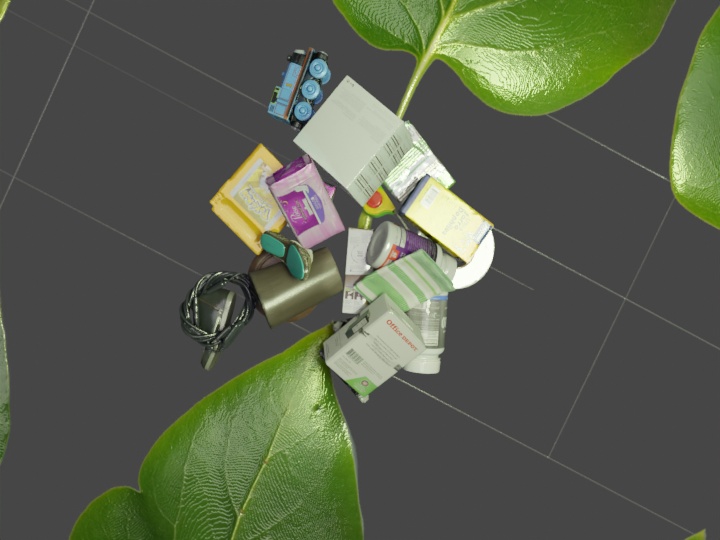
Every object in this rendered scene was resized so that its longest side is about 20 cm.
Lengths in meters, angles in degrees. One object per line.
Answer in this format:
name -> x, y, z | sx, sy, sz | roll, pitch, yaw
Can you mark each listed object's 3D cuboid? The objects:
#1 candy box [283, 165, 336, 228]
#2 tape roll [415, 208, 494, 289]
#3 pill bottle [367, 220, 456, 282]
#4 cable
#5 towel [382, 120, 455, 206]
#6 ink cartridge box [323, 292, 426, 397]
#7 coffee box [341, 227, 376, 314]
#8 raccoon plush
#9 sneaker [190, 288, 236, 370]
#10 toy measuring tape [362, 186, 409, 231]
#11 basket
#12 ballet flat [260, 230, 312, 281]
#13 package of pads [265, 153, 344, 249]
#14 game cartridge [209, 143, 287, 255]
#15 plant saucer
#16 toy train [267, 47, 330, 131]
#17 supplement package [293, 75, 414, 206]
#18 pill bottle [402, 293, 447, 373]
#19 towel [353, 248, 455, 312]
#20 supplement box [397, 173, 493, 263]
candy box -> -0.171, -0.178, 1.715 | 0.196, 0.061, 0.139 | 20, 93, -1
tape roll -> 0.231, -0.059, 1.720 | 0.197, 0.071, 0.208 | 0, 92, 0
pill bottle -> 0.123, -0.028, 1.616 | 0.196, 0.111, 0.114 | 22, 92, -20
cable -> -0.342, 0.086, 1.676 | 0.162, 0.051, 0.202 | 36, 85, 8
towel -> 0.124, -0.251, 1.736 | 0.148, 0.031, 0.201 | -40, 94, 3
ink cartridge box -> 0.033, 0.175, 1.610 | 0.199, 0.085, 0.145 | -39, 117, 14
coffee box -> 0.000, 0.000, 1.698 | 0.077, 0.114, 0.206 | 5, 93, -2
raccoon plush -> -0.014, 0.213, 1.738 | 0.134, 0.096, 0.201 | -43, 118, -11
sneaker -> -0.385, 0.139, 1.726 | 0.104, 0.075, 0.205 | 15, 83, 3
toy measuring tape -> 0.057, -0.136, 1.703 | 0.073, 0.074, 0.202 | -33, 76, 1
basket -> -0.151, 0.033, 1.651 | 0.196, 0.180, 0.139 | -23, 112, -10
ballet flat -> -0.155, -0.041, 1.596 | 0.074, 0.199, 0.069 | -6, 119, -40
package of pads -> -0.128, -0.155, 1.614 | 0.119, 0.076, 0.202 | -27, 122, 0
game cartridge -> -0.243, -0.171, 1.669 | 0.176, 0.032, 0.200 | 43, 93, -3
plant saucer -> -0.191, 0.030, 1.737 | 0.194, 0.034, 0.206 | 0, 92, 0
toy train -> -0.148, -0.447, 1.695 | 0.112, 0.087, 0.204 | 20, 92, 5
supplement package -> -0.013, -0.303, 1.643 | 0.191, 0.147, 0.201 | 42, 92, 20
pill bottle -> 0.155, 0.144, 1.705 | 0.111, 0.114, 0.206 | 4, 93, -1
towel -> 0.099, 0.036, 1.586 | 0.197, 0.024, 0.152 | -25, 130, 29
supplement box -> 0.197, -0.121, 1.627 | 0.198, 0.109, 0.111 | 37, 91, -2
